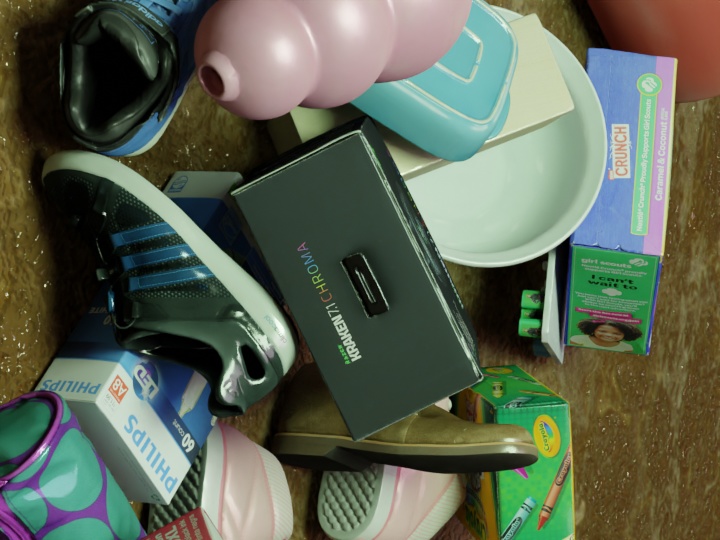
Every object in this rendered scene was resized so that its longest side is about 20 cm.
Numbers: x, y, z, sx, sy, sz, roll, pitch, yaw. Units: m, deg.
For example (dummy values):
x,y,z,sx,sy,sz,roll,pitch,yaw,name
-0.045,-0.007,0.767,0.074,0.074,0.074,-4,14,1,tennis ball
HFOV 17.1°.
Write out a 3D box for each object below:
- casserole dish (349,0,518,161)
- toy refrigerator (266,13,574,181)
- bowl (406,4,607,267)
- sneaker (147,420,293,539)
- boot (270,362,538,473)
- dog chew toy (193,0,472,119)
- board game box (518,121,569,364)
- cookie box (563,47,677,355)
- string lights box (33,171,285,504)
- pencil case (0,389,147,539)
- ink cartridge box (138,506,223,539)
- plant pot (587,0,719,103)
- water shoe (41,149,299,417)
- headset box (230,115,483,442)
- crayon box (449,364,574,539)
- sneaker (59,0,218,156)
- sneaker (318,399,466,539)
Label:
x,y,z,sx,sy,sz,roll,pitch,yaw,name
0.032,-0.158,1.610,0.200,0.039,0.122,32,60,-23,casserole dish
0.041,-0.108,1.689,0.199,0.070,0.076,-22,88,-18,toy refrigerator
0.075,-0.089,1.774,0.200,0.090,0.202,4,73,-13,bowl
-0.095,0.201,1.588,0.104,0.075,0.201,26,66,-47,sneaker
0.031,0.101,1.658,0.074,0.199,0.076,37,60,-58,boot
-0.023,-0.157,1.470,0.200,0.124,0.125,-34,119,-37,dog chew toy
0.152,-0.034,1.903,0.200,0.026,0.201,41,54,-79,board game box
0.203,-0.050,1.879,0.200,0.075,0.172,80,16,-66,cookie box
-0.123,0.042,1.557,0.103,0.059,0.200,59,46,-37,string lights box
-0.177,0.171,1.465,0.201,0.085,0.093,65,30,-32,pencil case
-0.143,0.256,1.424,0.199,0.084,0.145,-29,125,-1,ink cartridge box
0.262,-0.268,1.996,0.177,0.200,0.201,45,56,-34,plant pot
-0.129,0.006,1.467,0.079,0.200,0.072,-48,173,-24,water shoe
0.000,0.000,1.528,0.175,0.092,0.200,64,5,-4,headset box
0.112,0.144,1.795,0.200,0.058,0.119,-145,-129,-81,crayon box
-0.122,-0.162,1.469,0.201,0.077,0.111,-61,176,6,sneaker
0.037,0.111,1.761,0.105,0.075,0.201,27,75,-50,sneaker
